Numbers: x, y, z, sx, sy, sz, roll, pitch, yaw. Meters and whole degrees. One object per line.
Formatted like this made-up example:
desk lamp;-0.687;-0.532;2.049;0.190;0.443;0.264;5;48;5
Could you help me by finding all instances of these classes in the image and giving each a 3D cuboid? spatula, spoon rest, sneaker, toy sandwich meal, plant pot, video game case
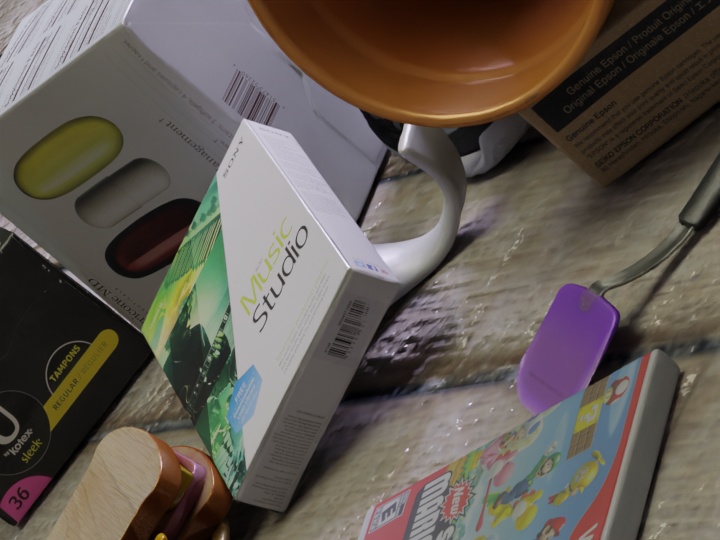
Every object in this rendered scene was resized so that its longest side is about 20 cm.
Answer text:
spatula;0.140;-0.013;1.375;0.200;0.021;0.057;-49;32;-4
spoon rest;0.000;0.000;1.629;0.200;0.061;0.099;-52;13;37
sneaker;0.027;-0.115;1.672;0.076;0.114;0.200;-53;20;-10
toy sandwich meal;-0.143;0.178;1.569;0.205;0.070;0.205;-42;21;20
plant pot;0.050;-0.188;1.453;0.200;0.200;0.140;-36;8;34
video game case;0.055;0.126;1.314;0.200;0.017;0.143;-32;25;40

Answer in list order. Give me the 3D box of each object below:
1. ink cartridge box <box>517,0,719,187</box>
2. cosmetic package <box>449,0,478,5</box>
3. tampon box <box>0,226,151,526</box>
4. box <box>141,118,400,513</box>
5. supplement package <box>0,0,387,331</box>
ink cartridge box;0.166;-0.161;1.516;0.165;0.075;0.200;-40;21;30
cosmetic package;0.071;-0.182;1.619;0.051;0.083;0.200;8;47;16
tampon box;-0.251;0.059;1.938;0.150;0.126;0.200;-53;20;-7
box;-0.053;0.021;1.600;0.144;0.036;0.200;-63;27;16
supplement package;-0.112;-0.094;1.820;0.200;0.191;0.147;-32;25;43
